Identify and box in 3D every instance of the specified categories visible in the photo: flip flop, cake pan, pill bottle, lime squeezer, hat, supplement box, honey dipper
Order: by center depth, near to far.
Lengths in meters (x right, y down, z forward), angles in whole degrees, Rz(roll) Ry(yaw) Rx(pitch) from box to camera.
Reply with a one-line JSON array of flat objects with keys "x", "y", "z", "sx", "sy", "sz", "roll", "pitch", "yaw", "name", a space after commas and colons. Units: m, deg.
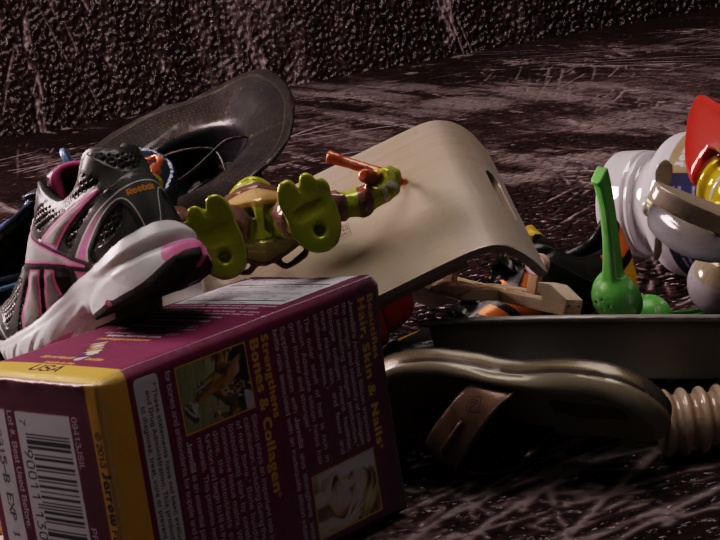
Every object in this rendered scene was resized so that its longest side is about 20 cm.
[{"x": -0.082, "y": 0.087, "z": 0.986, "sx": 0.103, "sy": 0.132, "sz": 0.199, "roll": 1, "pitch": 13, "yaw": 42, "name": "supplement box"}, {"x": 0.261, "y": 0.073, "z": 1.059, "sx": 0.198, "sy": 0.038, "sz": 0.038, "roll": -6, "pitch": 11, "yaw": -2, "name": "honey dipper"}, {"x": 0.075, "y": 0.084, "z": 1.064, "sx": 0.199, "sy": 0.058, "sz": 0.081, "roll": 1, "pitch": -24, "yaw": 34, "name": "flip flop"}, {"x": 0.133, "y": 0.046, "z": 1.156, "sx": 0.198, "sy": 0.037, "sz": 0.200, "roll": 0, "pitch": -2, "yaw": 0, "name": "cake pan"}, {"x": 0.185, "y": 0.010, "z": 1.282, "sx": 0.038, "sy": 0.071, "sz": 0.200, "roll": -1, "pitch": -26, "yaw": 38, "name": "lime squeezer"}, {"x": -0.110, "y": -0.048, "z": 1.319, "sx": 0.199, "sy": 0.081, "sz": 0.201, "roll": -24, "pitch": 29, "yaw": 14, "name": "hat"}, {"x": 0.279, "y": -0.050, "z": 1.446, "sx": 0.199, "sy": 0.112, "sz": 0.111, "roll": 1, "pitch": 15, "yaw": 40, "name": "pill bottle"}]

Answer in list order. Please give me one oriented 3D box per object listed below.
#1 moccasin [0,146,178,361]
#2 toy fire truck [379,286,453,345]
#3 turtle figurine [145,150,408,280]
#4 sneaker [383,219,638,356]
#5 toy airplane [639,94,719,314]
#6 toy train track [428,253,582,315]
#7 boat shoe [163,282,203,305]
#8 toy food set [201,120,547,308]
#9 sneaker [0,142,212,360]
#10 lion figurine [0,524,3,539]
[{"x": -0.171, "y": -0.019, "z": 1.158, "sx": 0.080, "sy": 0.069, "sz": 0.200, "roll": 20, "pitch": 44, "yaw": 19, "name": "moccasin"}, {"x": -0.010, "y": 0.010, "z": 1.400, "sx": 0.199, "sy": 0.130, "sz": 0.176, "roll": -27, "pitch": 19, "yaw": -29, "name": "toy fire truck"}, {"x": -0.067, "y": -0.029, "z": 1.084, "sx": 0.198, "sy": 0.065, "sz": 0.161, "roll": -1, "pitch": 8, "yaw": -5, "name": "turtle figurine"}, {"x": 0.097, "y": 0.018, "z": 1.295, "sx": 0.199, "sy": 0.091, "sz": 0.070, "roll": -13, "pitch": 13, "yaw": -25, "name": "sneaker"}, {"x": 0.271, "y": -0.014, "z": 1.251, "sx": 0.141, "sy": 0.200, "sz": 0.199, "roll": -48, "pitch": 2, "yaw": 27, "name": "toy airplane"}, {"x": 0.048, "y": -0.007, "z": 1.220, "sx": 0.199, "sy": 0.033, "sz": 0.114, "roll": 12, "pitch": 5, "yaw": 32, "name": "toy train track"}, {"x": -0.169, "y": 0.024, "z": 1.209, "sx": 0.199, "sy": 0.066, "sz": 0.073, "roll": -22, "pitch": 14, "yaw": -35, "name": "boat shoe"}, {"x": 0.000, "y": 0.000, "z": 1.154, "sx": 0.199, "sy": 0.061, "sz": 0.144, "roll": -26, "pitch": 36, "yaw": 5, "name": "toy food set"}, {"x": -0.143, "y": -0.013, "z": 1.026, "sx": 0.080, "sy": 0.087, "sz": 0.200, "roll": -18, "pitch": -6, "yaw": -37, "name": "sneaker"}, {"x": -0.163, "y": 0.113, "z": 1.051, "sx": 0.121, "sy": 0.073, "sz": 0.201, "roll": 12, "pitch": 42, "yaw": -7, "name": "lion figurine"}]
